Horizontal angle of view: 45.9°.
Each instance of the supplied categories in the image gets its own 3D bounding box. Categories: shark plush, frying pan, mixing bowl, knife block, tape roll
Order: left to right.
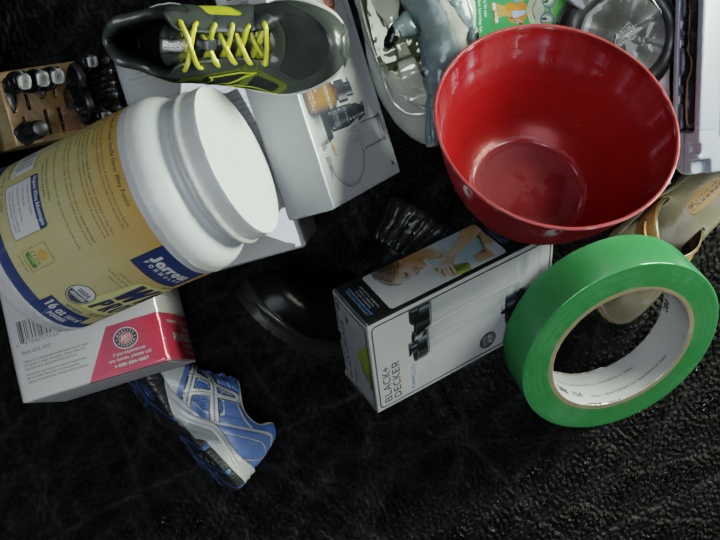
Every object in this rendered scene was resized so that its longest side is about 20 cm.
[{"bbox_3d":[-0.293,-0.141,0.742,0.199,0.176,0.064,-8,101,15],"label":"knife block"},{"bbox_3d":[0.054,-0.214,0.752,0.083,0.091,0.201,-8,112,-19],"label":"shark plush"},{"bbox_3d":[0.154,-0.097,0.729,0.200,0.108,0.201,2,64,-3],"label":"mixing bowl"},{"bbox_3d":[0.215,-0.242,0.761,0.115,0.031,0.190,-28,103,5],"label":"frying pan"},{"bbox_3d":[0.236,0.062,0.807,0.200,0.048,0.201,-10,129,-12],"label":"tape roll"}]

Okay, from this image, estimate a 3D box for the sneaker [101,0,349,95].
[{"bbox_3d":[-0.107,-0.167,0.651,0.199,0.085,0.075,5,110,22],"label":"sneaker"}]

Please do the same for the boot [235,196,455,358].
[{"bbox_3d":[-0.001,-0.001,0.798,0.211,0.079,0.158,20,109,-44],"label":"boot"}]

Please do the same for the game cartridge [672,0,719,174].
[{"bbox_3d":[0.345,-0.193,0.775,0.133,0.041,0.201,-8,104,-22],"label":"game cartridge"}]

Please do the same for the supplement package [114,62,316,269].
[{"bbox_3d":[-0.127,-0.109,0.789,0.117,0.117,0.200,-15,101,5],"label":"supplement package"}]

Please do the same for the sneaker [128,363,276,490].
[{"bbox_3d":[-0.171,0.130,0.874,0.200,0.076,0.077,48,61,1],"label":"sneaker"}]

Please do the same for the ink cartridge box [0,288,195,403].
[{"bbox_3d":[-0.257,0.009,0.805,0.144,0.084,0.200,-17,81,5],"label":"ink cartridge box"}]

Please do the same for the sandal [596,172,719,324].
[{"bbox_3d":[0.301,-0.032,0.829,0.080,0.054,0.200,41,100,-7],"label":"sandal"}]

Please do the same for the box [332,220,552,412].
[{"bbox_3d":[0.079,0.034,0.782,0.200,0.060,0.117,-24,134,-20],"label":"box"}]

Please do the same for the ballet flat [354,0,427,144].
[{"bbox_3d":[0.035,-0.209,0.792,0.069,0.069,0.200,-21,101,5],"label":"ballet flat"}]

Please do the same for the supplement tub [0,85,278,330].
[{"bbox_3d":[-0.180,-0.049,0.672,0.200,0.144,0.145,-22,101,15],"label":"supplement tub"}]

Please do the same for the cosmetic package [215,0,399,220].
[{"bbox_3d":[-0.040,-0.161,0.758,0.052,0.151,0.200,-12,103,26],"label":"cosmetic package"}]

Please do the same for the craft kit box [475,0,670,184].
[{"bbox_3d":[0.190,-0.173,0.808,0.197,0.049,0.201,-6,102,-1],"label":"craft kit box"}]
